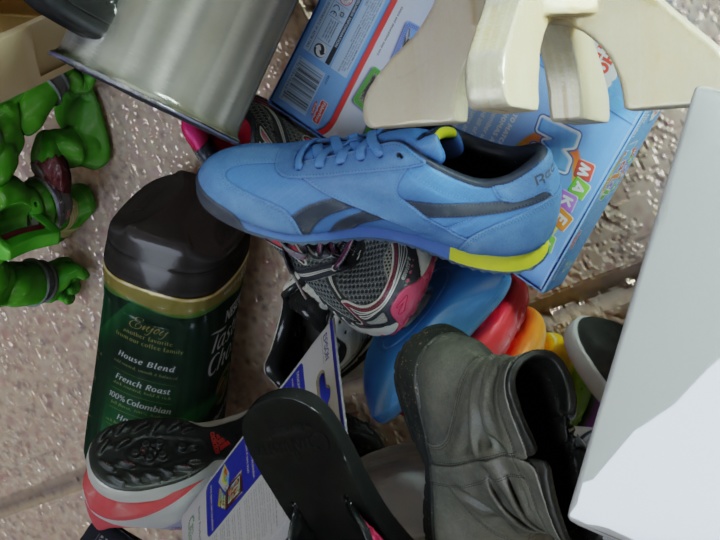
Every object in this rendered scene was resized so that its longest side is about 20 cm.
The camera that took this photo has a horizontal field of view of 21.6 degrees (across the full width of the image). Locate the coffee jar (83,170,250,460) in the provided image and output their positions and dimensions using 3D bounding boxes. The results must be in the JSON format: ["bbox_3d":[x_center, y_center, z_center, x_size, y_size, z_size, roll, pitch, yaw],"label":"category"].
[{"bbox_3d":[-0.126,0.040,1.240,0.085,0.104,0.202,17,123,11],"label":"coffee jar"}]

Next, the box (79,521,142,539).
[{"bbox_3d":[-0.108,0.274,1.274,0.181,0.105,0.200,31,170,21],"label":"box"}]

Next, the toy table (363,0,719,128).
[{"bbox_3d":[0.084,-0.132,0.903,0.182,0.199,0.118,-3,90,34],"label":"toy table"}]

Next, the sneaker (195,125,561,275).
[{"bbox_3d":[0.009,-0.054,0.998,0.198,0.066,0.079,9,133,11],"label":"sneaker"}]

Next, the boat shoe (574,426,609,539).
[{"bbox_3d":[0.167,0.142,1.069,0.067,0.074,0.200,28,162,52],"label":"boat shoe"}]

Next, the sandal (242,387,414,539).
[{"bbox_3d":[-0.007,0.155,1.014,0.075,0.045,0.201,-20,113,29],"label":"sandal"}]

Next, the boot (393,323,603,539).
[{"bbox_3d":[0.084,0.127,0.985,0.130,0.067,0.202,21,133,63],"label":"boot"}]

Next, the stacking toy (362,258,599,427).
[{"bbox_3d":[0.105,0.084,1.103,0.200,0.110,0.116,40,100,-12],"label":"stacking toy"}]

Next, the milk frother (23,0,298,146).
[{"bbox_3d":[-0.118,-0.197,1.064,0.179,0.200,0.189,26,91,-21],"label":"milk frother"}]

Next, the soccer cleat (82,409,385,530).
[{"bbox_3d":[-0.082,0.131,1.219,0.073,0.198,0.069,110,151,-48],"label":"soccer cleat"}]

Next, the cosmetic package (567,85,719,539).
[{"bbox_3d":[0.202,0.030,0.881,0.122,0.200,0.201,19,99,20],"label":"cosmetic package"}]

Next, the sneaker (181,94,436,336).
[{"bbox_3d":[-0.034,-0.033,1.080,0.200,0.074,0.081,43,107,37],"label":"sneaker"}]

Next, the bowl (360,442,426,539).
[{"bbox_3d":[0.038,0.167,1.160,0.201,0.200,0.091,-41,44,41],"label":"bowl"}]

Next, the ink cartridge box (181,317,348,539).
[{"bbox_3d":[-0.048,0.128,1.099,0.037,0.095,0.201,16,131,-23],"label":"ink cartridge box"}]

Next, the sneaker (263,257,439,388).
[{"bbox_3d":[0.000,0.000,1.139,0.075,0.087,0.201,35,127,20],"label":"sneaker"}]

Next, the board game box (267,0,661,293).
[{"bbox_3d":[0.062,-0.106,1.047,0.199,0.037,0.152,36,111,19],"label":"board game box"}]

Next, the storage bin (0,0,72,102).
[{"bbox_3d":[-0.253,-0.169,1.169,0.197,0.200,0.095,8,118,33],"label":"storage bin"}]

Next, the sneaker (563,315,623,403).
[{"bbox_3d":[0.210,0.064,1.029,0.199,0.071,0.100,36,127,10],"label":"sneaker"}]

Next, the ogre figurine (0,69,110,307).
[{"bbox_3d":[-0.226,-0.051,1.260,0.098,0.120,0.201,42,130,12],"label":"ogre figurine"}]
